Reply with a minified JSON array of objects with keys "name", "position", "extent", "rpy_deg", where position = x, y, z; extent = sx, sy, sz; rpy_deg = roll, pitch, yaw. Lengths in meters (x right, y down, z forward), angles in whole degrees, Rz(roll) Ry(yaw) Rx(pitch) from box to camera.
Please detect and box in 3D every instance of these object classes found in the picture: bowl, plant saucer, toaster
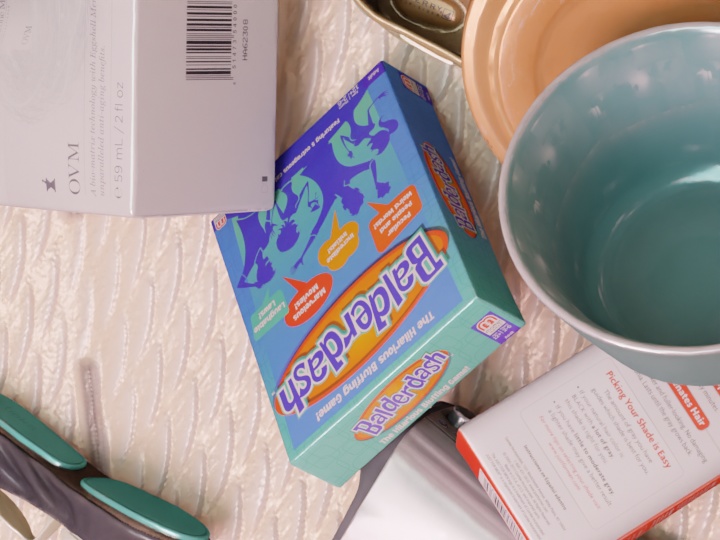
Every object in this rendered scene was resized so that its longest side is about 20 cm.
[{"name":"bowl","position":[0.178,-0.019,1.546],"extent":[0.200,0.105,0.201],"rpy_deg":[-6,57,10]},{"name":"plant saucer","position":[0.154,-0.113,1.611],"extent":[0.200,0.032,0.201],"rpy_deg":[4,117,7]},{"name":"toaster","position":[0.042,0.184,1.691],"extent":[0.129,0.114,0.200],"rpy_deg":[34,104,17]}]

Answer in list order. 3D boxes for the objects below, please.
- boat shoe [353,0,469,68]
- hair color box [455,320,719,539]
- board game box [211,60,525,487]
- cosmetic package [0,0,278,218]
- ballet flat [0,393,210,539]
[{"name":"boat shoe","position":[0.089,-0.131,1.670],"extent":[0.199,0.063,0.074],"rpy_deg":[15,100,23]},{"name":"hair color box","position":[0.161,0.079,1.607],"extent":[0.200,0.061,0.102],"rpy_deg":[-31,79,-6]},{"name":"board game box","position":[0.000,0.000,1.679],"extent":[0.152,0.045,0.200],"rpy_deg":[-43,44,21]},{"name":"cosmetic package","position":[-0.160,-0.138,1.731],"extent":[0.200,0.123,0.200],"rpy_deg":[5,97,42]},{"name":"ballet flat","position":[-0.177,0.146,1.817],"extent":[0.200,0.073,0.073],"rpy_deg":[30,106,27]}]
